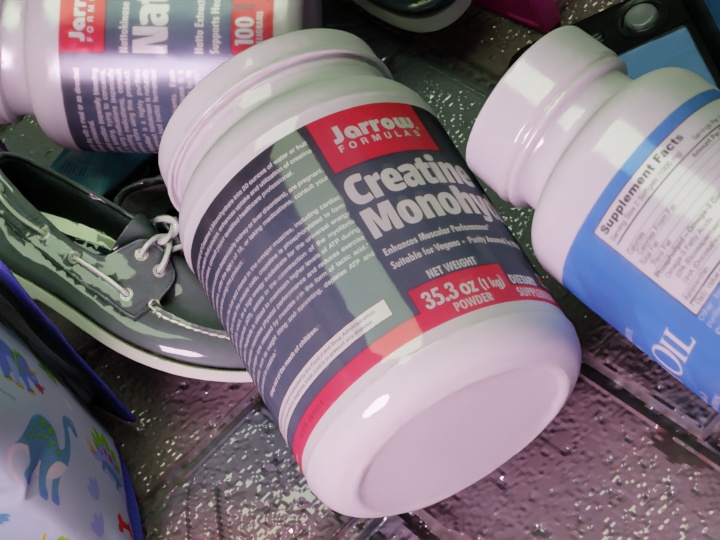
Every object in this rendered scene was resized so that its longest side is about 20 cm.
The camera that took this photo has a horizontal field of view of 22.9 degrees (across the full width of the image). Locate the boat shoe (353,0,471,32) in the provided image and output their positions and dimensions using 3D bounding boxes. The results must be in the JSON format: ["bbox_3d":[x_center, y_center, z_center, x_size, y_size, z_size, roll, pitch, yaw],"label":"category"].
[{"bbox_3d":[-0.022,-0.198,1.045,0.199,0.062,0.075,32,72,34],"label":"boat shoe"}]

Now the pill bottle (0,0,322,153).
[{"bbox_3d":[-0.124,-0.125,0.988,0.198,0.120,0.120,1,51,4],"label":"pill bottle"}]

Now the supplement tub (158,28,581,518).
[{"bbox_3d":[0.000,0.000,0.836,0.140,0.140,0.201,-31,63,0],"label":"supplement tub"}]

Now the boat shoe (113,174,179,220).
[{"bbox_3d":[-0.044,-0.030,0.967,0.198,0.068,0.074,4,55,31],"label":"boat shoe"}]

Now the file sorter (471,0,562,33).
[{"bbox_3d":[0.060,-0.258,1.056,0.125,0.139,0.199,-46,46,-16],"label":"file sorter"}]

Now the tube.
[{"bbox_3d":[-0.114,-0.111,1.077,0.200,0.051,0.077,-49,27,-21],"label":"tube"}]

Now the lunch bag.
[{"bbox_3d":[-0.197,0.071,0.892,0.127,0.170,0.201,-27,43,6],"label":"lunch bag"}]

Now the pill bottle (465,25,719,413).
[{"bbox_3d":[0.146,-0.018,0.780,0.200,0.112,0.112,40,76,21],"label":"pill bottle"}]

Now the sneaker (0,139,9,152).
[{"bbox_3d":[-0.255,0.016,1.018,0.099,0.075,0.202,0,69,25],"label":"sneaker"}]

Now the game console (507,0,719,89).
[{"bbox_3d":[0.160,-0.111,0.893,0.175,0.117,0.201,-23,45,9],"label":"game console"}]

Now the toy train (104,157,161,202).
[{"bbox_3d":[-0.160,-0.033,1.057,0.199,0.034,0.046,-22,42,10],"label":"toy train"}]

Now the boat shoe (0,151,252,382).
[{"bbox_3d":[-0.122,-0.002,0.939,0.199,0.062,0.073,24,25,13],"label":"boat shoe"}]
